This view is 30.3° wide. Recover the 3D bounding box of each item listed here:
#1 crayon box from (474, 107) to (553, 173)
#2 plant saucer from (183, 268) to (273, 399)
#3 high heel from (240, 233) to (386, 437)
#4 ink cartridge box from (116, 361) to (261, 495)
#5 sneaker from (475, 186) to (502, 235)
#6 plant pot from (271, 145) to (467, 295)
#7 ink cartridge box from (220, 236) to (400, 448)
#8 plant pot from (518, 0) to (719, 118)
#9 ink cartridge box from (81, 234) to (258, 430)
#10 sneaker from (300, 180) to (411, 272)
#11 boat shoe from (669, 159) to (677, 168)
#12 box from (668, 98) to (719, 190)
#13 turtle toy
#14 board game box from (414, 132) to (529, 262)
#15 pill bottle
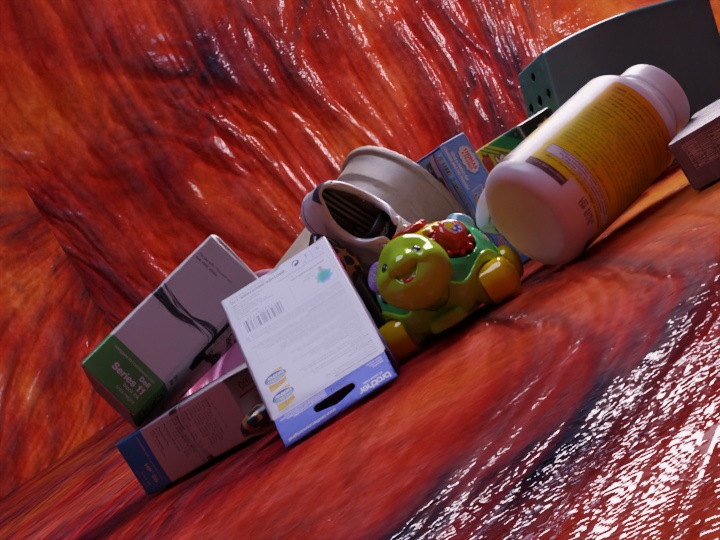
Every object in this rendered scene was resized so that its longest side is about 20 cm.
[{"bbox_3d":[0.176,-0.088,1.478,0.051,0.127,0.200,-33,1,-24],"label":"crayon box"},{"bbox_3d":[-0.130,0.097,1.574,0.200,0.051,0.201,-34,38,32],"label":"plant saucer"},{"bbox_3d":[-0.065,0.061,1.278,0.200,0.143,0.071,-33,2,-31],"label":"high heel"},{"bbox_3d":[-0.142,0.148,1.385,0.200,0.068,0.116,-32,1,28],"label":"ink cartridge box"},{"bbox_3d":[0.210,-0.062,1.306,0.199,0.075,0.081,-18,38,-30],"label":"sneaker"},{"bbox_3d":[0.000,0.000,1.441,0.183,0.201,0.200,-45,8,-26],"label":"plant pot"},{"bbox_3d":[-0.043,0.068,1.196,0.119,0.042,0.200,-32,42,2],"label":"ink cartridge box"},{"bbox_3d":[0.292,-0.212,1.507,0.199,0.142,0.141,-12,-7,-15],"label":"plant pot"},{"bbox_3d":[-0.201,0.073,1.459,0.200,0.083,0.147,-46,-8,-15],"label":"ink cartridge box"},{"bbox_3d":[0.031,-0.024,1.330,0.073,0.199,0.071,-65,3,-14],"label":"sneaker"},{"bbox_3d":[0.257,-0.106,1.452,0.060,0.072,0.201,-27,2,-42],"label":"boat shoe"},{"bbox_3d":[0.373,-0.152,1.146,0.200,0.048,0.158,-32,2,26],"label":"box"},{"bbox_3d":[0.066,0.006,1.221,0.145,0.101,0.200,-31,2,12],"label":"turtle toy"},{"bbox_3d":[0.116,-0.067,1.490,0.036,0.152,0.200,-31,2,-11],"label":"board game box"},{"bbox_3d":[0.212,-0.102,1.211,0.200,0.109,0.109,-42,6,-26],"label":"pill bottle"}]
